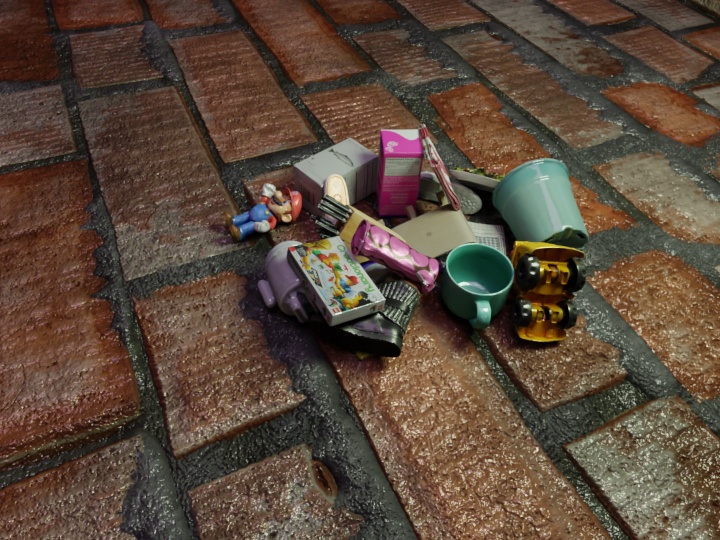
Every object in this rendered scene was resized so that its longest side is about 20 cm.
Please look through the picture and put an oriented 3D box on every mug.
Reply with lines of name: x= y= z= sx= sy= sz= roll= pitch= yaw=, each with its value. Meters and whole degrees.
mug: x=0.243 y=0.044 z=1.253 sx=0.151 sy=0.116 sz=0.185 roll=29 pitch=52 yaw=21

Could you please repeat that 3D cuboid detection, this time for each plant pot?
plant pot: x=0.445 y=-0.128 z=1.389 sx=0.196 sy=0.202 sz=0.199 roll=-6 pitch=54 yaw=-10

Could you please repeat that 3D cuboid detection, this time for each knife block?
knife block: x=-0.008 y=-0.110 z=1.295 sx=0.197 sy=0.178 sz=0.064 roll=-18 pitch=26 yaw=-11

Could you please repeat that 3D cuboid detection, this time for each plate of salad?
plate of salad: x=0.322 y=-0.243 z=1.505 sx=0.196 sy=0.049 sz=0.200 roll=16 pitch=6 yaw=-2

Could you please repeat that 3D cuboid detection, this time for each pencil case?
pencil case: x=0.073 y=-0.027 z=1.219 sx=0.198 sy=0.091 sz=0.094 roll=27 pitch=34 yaw=-13

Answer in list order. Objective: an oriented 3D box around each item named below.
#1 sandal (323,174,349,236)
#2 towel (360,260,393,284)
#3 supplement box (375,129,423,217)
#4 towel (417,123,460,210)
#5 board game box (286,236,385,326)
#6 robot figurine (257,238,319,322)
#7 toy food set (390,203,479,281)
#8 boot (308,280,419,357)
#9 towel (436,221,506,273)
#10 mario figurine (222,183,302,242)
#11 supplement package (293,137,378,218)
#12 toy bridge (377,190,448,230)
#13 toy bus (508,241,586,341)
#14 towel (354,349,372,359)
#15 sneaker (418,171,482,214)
sandal: x=-0.047 y=-0.129 z=1.359 sx=0.078 sy=0.059 sz=0.211 roll=-8 pitch=88 yaw=-22
towel: x=0.000 y=0.000 z=1.302 sx=0.198 sy=0.023 sz=0.143 roll=-27 pitch=29 yaw=-26
supplement box: x=0.096 y=-0.243 z=1.451 sx=0.101 sy=0.202 sz=0.102 roll=0 pitch=45 yaw=-5
towel: x=0.191 y=-0.254 z=1.390 sx=0.022 sy=0.145 sz=0.202 roll=-25 pitch=39 yaw=15
board game box: x=-0.053 y=0.016 z=1.165 sx=0.125 sy=0.035 sz=0.201 roll=-15 pitch=51 yaw=-30
robot figurine: x=-0.142 y=0.016 z=1.249 sx=0.167 sy=0.114 sz=0.201 roll=-26 pitch=51 yaw=-5
toy food set: x=0.170 y=-0.065 z=1.360 sx=0.197 sy=0.061 sz=0.145 roll=-24 pitch=46 yaw=6
boot: x=0.010 y=0.086 z=1.198 sx=0.207 sy=0.080 sz=0.160 roll=15 pitch=54 yaw=6
towel: x=0.260 y=-0.062 z=1.409 sx=0.196 sy=0.035 sz=0.195 roll=8 pitch=47 yaw=4
mario figurine: x=-0.236 y=-0.153 z=1.402 sx=0.197 sy=0.106 sz=0.125 roll=-25 pitch=87 yaw=-16
supplement package: x=-0.063 y=-0.239 z=1.492 sx=0.199 sy=0.119 sz=0.116 roll=-33 pitch=55 yaw=-31
toy bridge: x=0.132 y=-0.130 z=1.442 sx=0.197 sy=0.027 sz=0.068 roll=-26 pitch=96 yaw=-9
toy bus: x=0.380 y=0.031 z=1.261 sx=0.133 sy=0.204 sz=0.192 roll=3 pitch=14 yaw=-12
towel: x=-0.009 y=0.103 z=1.247 sx=0.085 sy=0.018 sz=0.201 roll=-22 pitch=53 yaw=-16
sneaker: x=0.238 y=-0.217 z=1.531 sx=0.198 sy=0.077 sz=0.080 roll=26 pitch=39 yaw=17
